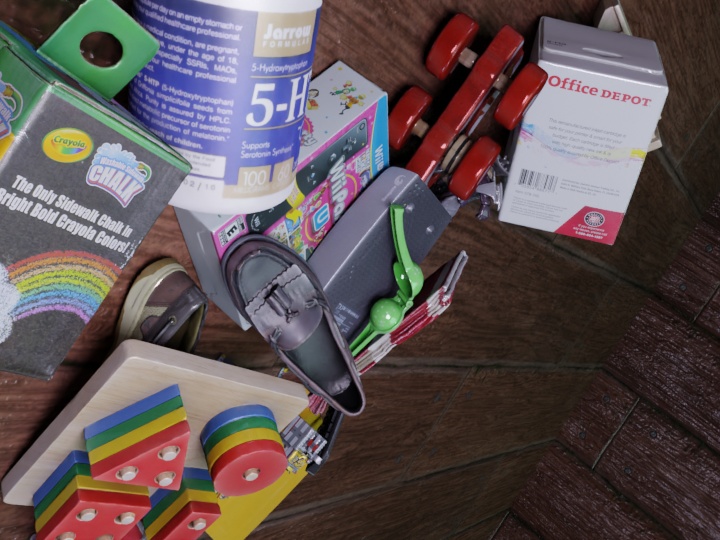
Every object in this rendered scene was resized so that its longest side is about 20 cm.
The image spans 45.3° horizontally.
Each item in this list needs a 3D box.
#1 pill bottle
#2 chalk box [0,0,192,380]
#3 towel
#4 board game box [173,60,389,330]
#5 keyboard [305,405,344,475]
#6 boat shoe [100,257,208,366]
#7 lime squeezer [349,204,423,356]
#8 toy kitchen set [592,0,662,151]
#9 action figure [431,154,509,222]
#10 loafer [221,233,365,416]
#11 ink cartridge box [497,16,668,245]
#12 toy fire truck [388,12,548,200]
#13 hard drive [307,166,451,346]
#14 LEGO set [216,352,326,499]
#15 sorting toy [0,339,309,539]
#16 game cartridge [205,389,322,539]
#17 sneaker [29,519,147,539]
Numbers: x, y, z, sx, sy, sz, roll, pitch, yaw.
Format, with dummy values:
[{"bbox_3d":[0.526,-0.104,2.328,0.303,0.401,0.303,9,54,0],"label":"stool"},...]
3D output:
[{"bbox_3d":[-0.086,-0.151,0.549,0.119,0.118,0.204,-22,132,-47],"label":"pill bottle"},{"bbox_3d":[-0.192,-0.063,0.484,0.202,0.123,0.125,-55,153,1],"label":"chalk box"},{"bbox_3d":[0.031,0.063,0.909,0.199,0.023,0.144,-41,-176,22],"label":"towel"},{"bbox_3d":[-0.062,-0.066,0.768,0.200,0.064,0.149,-43,153,-22],"label":"board game box"},{"bbox_3d":[-0.025,0.154,1.060,0.128,0.020,0.203,119,-5,-59],"label":"keyboard"},{"bbox_3d":[-0.182,0.089,0.747,0.073,0.064,0.203,-20,139,-49],"label":"boat shoe"},{"bbox_3d":[0.022,0.030,0.812,0.070,0.038,0.203,-14,136,-50],"label":"lime squeezer"},{"bbox_3d":[0.286,-0.248,1.151,0.165,0.177,0.201,59,26,-25],"label":"toy kitchen set"},{"bbox_3d":[0.098,-0.072,0.983,0.199,0.070,0.130,-41,-172,-17],"label":"action figure"},{"bbox_3d":[-0.046,0.051,0.732,0.071,0.063,0.201,-38,132,-7],"label":"loafer"},{"bbox_3d":[0.251,-0.164,1.002,0.146,0.142,0.203,-72,174,-54],"label":"ink cartridge box"},{"bbox_3d":[0.109,-0.161,0.909,0.202,0.111,0.168,-56,173,7],"label":"toy fire truck"},{"bbox_3d":[0.000,0.000,0.830,0.201,0.042,0.135,-52,153,2],"label":"hard drive"},{"bbox_3d":[-0.118,0.185,0.911,0.154,0.115,0.201,-45,152,-17],"label":"LEGO set"},{"bbox_3d":[-0.166,0.167,0.739,0.198,0.070,0.199,22,122,-44],"label":"sorting toy"},{"bbox_3d":[-0.124,0.254,1.092,0.200,0.032,0.178,-43,152,-18],"label":"game cartridge"},{"bbox_3d":[-0.249,0.248,0.844,0.072,0.111,0.200,-55,-176,0],"label":"sneaker"}]
